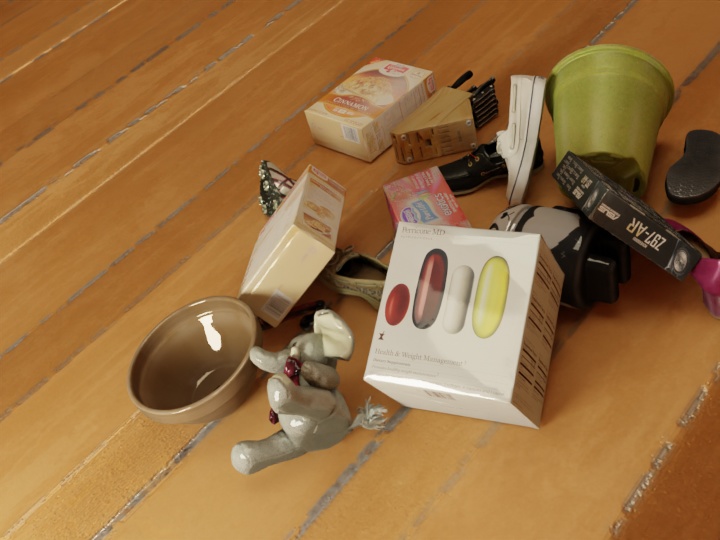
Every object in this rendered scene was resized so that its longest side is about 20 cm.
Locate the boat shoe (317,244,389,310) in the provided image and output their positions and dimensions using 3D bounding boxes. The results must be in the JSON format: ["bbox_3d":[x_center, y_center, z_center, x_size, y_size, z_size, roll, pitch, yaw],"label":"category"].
[{"bbox_3d":[0.000,0.000,1.426,0.198,0.063,0.073,23,54,39],"label":"boat shoe"}]

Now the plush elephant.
[{"bbox_3d":[-0.074,0.141,1.220,0.196,0.166,0.156,-3,46,-29],"label":"plush elephant"}]

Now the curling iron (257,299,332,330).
[{"bbox_3d":[-0.136,0.080,1.413,0.196,0.026,0.050,-12,36,8],"label":"curling iron"}]

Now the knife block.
[{"bbox_3d":[0.150,-0.279,1.696,0.196,0.065,0.177,-12,39,8],"label":"knife block"}]

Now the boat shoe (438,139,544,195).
[{"bbox_3d":[0.199,-0.176,1.560,0.197,0.064,0.074,-15,41,6],"label":"boat shoe"}]

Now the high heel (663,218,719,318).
[{"bbox_3d":[0.443,-0.034,1.271,0.066,0.097,0.201,-20,39,-3],"label":"high heel"}]

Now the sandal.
[{"bbox_3d":[0.505,-0.147,1.433,0.075,0.044,0.200,15,39,24],"label":"sandal"}]

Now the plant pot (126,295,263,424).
[{"bbox_3d":[-0.211,0.140,1.309,0.197,0.093,0.203,-17,40,14],"label":"plant pot"}]

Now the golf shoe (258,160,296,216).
[{"bbox_3d":[-0.121,-0.120,1.621,0.086,0.078,0.201,-7,38,-20],"label":"golf shoe"}]

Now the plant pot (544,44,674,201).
[{"bbox_3d":[0.367,-0.200,1.440,0.196,0.202,0.187,0,52,20],"label":"plant pot"}]

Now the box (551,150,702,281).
[{"bbox_3d":[0.350,-0.078,1.279,0.044,0.159,0.201,-55,15,16],"label":"box"}]

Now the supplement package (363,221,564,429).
[{"bbox_3d":[0.132,0.066,1.175,0.188,0.147,0.204,5,73,26],"label":"supplement package"}]

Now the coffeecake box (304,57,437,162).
[{"bbox_3d":[0.023,-0.299,1.758,0.152,0.074,0.200,23,53,40],"label":"coffeecake box"}]

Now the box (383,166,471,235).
[{"bbox_3d":[0.108,-0.050,1.414,0.093,0.104,0.201,-19,40,-2],"label":"box"}]

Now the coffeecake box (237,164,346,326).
[{"bbox_3d":[-0.098,-0.040,1.407,0.154,0.072,0.201,-51,15,26],"label":"coffeecake box"}]

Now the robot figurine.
[{"bbox_3d":[0.263,-0.021,1.300,0.197,0.128,0.149,16,10,34],"label":"robot figurine"}]

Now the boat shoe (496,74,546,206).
[{"bbox_3d":[0.241,-0.201,1.482,0.064,0.204,0.072,10,9,12],"label":"boat shoe"}]
